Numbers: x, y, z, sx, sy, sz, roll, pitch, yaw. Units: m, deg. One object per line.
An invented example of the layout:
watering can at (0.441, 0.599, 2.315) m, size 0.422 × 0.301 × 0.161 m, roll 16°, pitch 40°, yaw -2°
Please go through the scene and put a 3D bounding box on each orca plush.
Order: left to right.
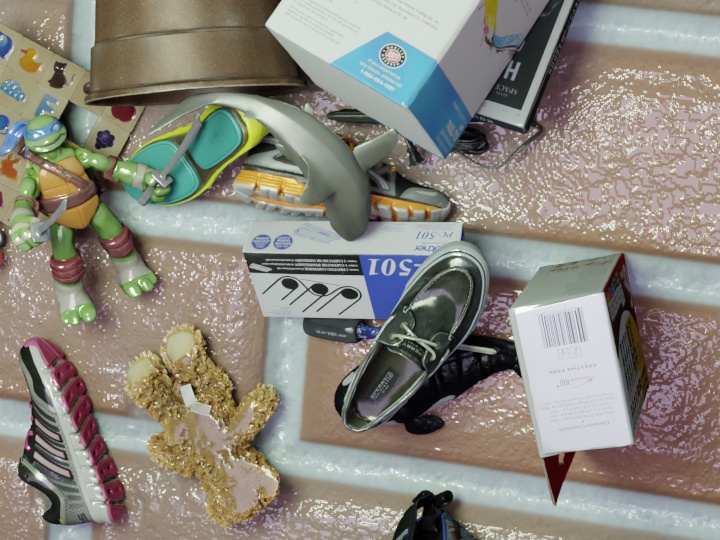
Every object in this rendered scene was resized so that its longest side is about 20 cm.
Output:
orca plush at (0.064, 0.109, 1.660) m, size 0.200 × 0.071 × 0.105 m, roll -1°, pitch 101°, yaw 14°

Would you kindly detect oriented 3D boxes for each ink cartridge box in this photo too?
ink cartridge box at (0.000, 0.000, 1.645) m, size 0.200 × 0.044 × 0.094 m, roll 0°, pitch 139°, yaw 14°
ink cartridge box at (0.052, -0.227, 1.480) m, size 0.147 × 0.146 × 0.200 m, roll 33°, pitch 87°, yaw 21°
ink cartridge box at (0.198, 0.091, 1.557) m, size 0.084 × 0.200 × 0.176 m, roll -10°, pitch 98°, yaw 15°

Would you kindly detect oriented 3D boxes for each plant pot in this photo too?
plant pot at (-0.153, -0.252, 1.587) m, size 0.200 × 0.200 × 0.199 m, roll -4°, pitch 93°, yaw 14°

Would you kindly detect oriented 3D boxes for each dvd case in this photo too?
dvd case at (0.111, -0.233, 1.556) m, size 0.150 × 0.025 × 0.200 m, roll 19°, pitch 81°, yaw 19°

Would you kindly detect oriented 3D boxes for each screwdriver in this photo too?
screwdriver at (0.035, 0.057, 1.657) m, size 0.200 × 0.028 × 0.029 m, roll 2°, pitch 92°, yaw 28°

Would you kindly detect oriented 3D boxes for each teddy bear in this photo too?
teddy bear at (-0.147, 0.148, 1.732) m, size 0.200 × 0.067 × 0.145 m, roll 39°, pitch 98°, yaw 10°

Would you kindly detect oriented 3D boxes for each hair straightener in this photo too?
hair straightener at (0.066, -0.131, 1.635) m, size 0.200 × 0.041 × 0.077 m, roll 8°, pitch 103°, yaw 8°

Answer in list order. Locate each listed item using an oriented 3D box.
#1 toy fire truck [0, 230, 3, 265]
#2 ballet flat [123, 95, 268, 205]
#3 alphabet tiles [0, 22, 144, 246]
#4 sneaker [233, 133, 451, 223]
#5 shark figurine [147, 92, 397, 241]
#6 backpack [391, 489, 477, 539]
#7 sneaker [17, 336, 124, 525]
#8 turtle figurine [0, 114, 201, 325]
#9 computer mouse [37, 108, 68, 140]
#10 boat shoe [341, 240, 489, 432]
toy fire truck at (-0.409, -0.037, 1.707) m, size 0.049 × 0.141 × 0.200 m, roll 0°, pitch 102°, yaw 35°
ballet flat at (-0.144, -0.113, 1.662) m, size 0.200 × 0.067 × 0.067 m, roll -26°, pitch 97°, yaw 48°
alphabet tiles at (-0.327, -0.132, 1.683) m, size 0.200 × 0.008 × 0.167 m, roll 28°, pitch 98°, yaw -20°
sneaker at (-0.013, -0.086, 1.643) m, size 0.200 × 0.078 × 0.077 m, roll 13°, pitch 71°, yaw 0°
shark figurine at (-0.060, -0.095, 1.516) m, size 0.214 × 0.090 × 0.128 m, roll 35°, pitch 137°, yaw -19°
backpack at (0.048, 0.337, 1.649) m, size 0.154 × 0.191 × 0.200 m, roll 41°, pitch 108°, yaw -14°
sneaker at (-0.306, 0.166, 1.761) m, size 0.087 × 0.074 × 0.200 m, roll -18°, pitch 101°, yaw 10°
turtle figurine at (-0.243, -0.040, 1.638) m, size 0.200 × 0.144 × 0.194 m, roll 9°, pitch 132°, yaw 25°
computer mouse at (-0.360, -0.178, 1.731) m, size 0.200 × 0.034 × 0.059 m, roll 38°, pitch 122°, yaw 7°
boat shoe at (0.050, 0.067, 1.577) m, size 0.072 × 0.071 × 0.200 m, roll 31°, pitch 110°, yaw 0°
